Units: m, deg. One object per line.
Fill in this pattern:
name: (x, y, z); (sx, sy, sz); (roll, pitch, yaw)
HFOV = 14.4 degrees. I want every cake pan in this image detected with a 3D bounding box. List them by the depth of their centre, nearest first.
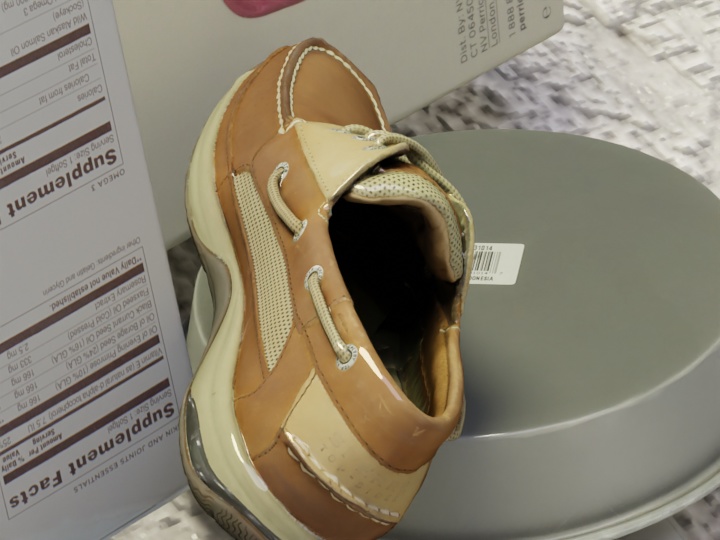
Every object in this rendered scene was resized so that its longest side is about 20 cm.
cake pan: (0.035, 0.015, 0.884); (0.199, 0.037, 0.201); (-5, 33, 3)

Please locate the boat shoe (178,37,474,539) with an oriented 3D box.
boat shoe: (0.000, 0.000, 0.790); (0.076, 0.074, 0.200); (35, 30, -27)

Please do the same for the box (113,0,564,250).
box: (-0.046, -0.106, 0.955); (0.200, 0.109, 0.128); (-30, 37, -34)

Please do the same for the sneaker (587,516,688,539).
sneaker: (0.095, 0.130, 0.786); (0.074, 0.087, 0.201); (-5, 46, -13)

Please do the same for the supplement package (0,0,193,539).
supplement package: (-0.158, -0.017, 0.772); (0.150, 0.201, 0.151); (-30, 32, -34)
